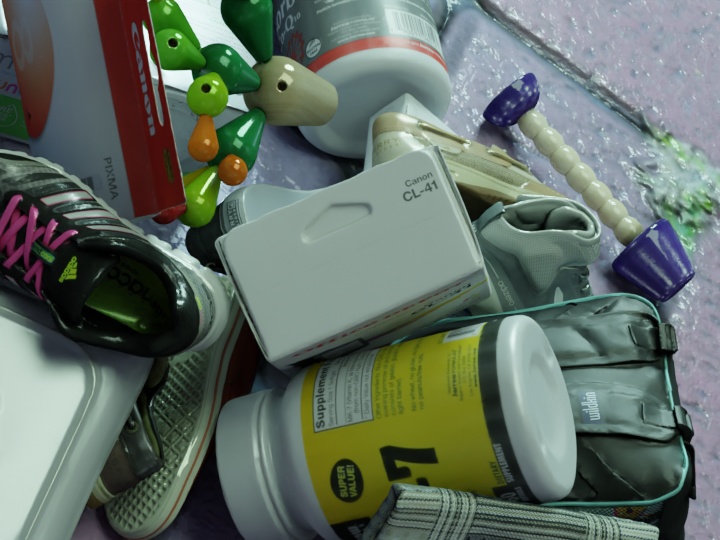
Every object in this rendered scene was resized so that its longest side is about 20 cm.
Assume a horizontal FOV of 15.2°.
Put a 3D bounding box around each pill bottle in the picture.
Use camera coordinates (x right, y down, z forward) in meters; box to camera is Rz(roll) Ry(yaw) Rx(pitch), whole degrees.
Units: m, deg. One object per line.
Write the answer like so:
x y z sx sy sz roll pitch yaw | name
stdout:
-0.007 -0.192 1.970 0.115 0.116 0.201 12 49 -31 | pill bottle
0.021 0.103 1.631 0.114 0.199 0.115 -14 90 -72 | pill bottle

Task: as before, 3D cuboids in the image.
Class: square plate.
-0.241 0.087 1.531 0.197 0.028 0.201 25 65 -4 | square plate

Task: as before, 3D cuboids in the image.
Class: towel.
0.061 0.221 1.612 0.192 0.201 0.035 12 29 -30 | towel

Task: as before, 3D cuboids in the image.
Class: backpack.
0.105 0.117 1.752 0.199 0.154 0.176 -2 54 -5 | backpack

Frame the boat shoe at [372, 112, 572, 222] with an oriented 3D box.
0.088 -0.057 1.843 0.200 0.071 0.065 22 48 -41 | boat shoe

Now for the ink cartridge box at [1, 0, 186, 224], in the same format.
-0.163 -0.104 1.622 0.050 0.200 0.163 -11 90 -17 | ink cartridge box

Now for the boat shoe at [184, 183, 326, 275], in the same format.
-0.043 -0.019 1.828 0.200 0.056 0.069 13 58 -55 | boat shoe

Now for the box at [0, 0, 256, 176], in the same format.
-0.177 -0.168 1.829 0.199 0.097 0.177 16 48 -28 | box

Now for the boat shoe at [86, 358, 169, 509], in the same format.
-0.148 0.058 1.658 0.073 0.064 0.201 64 14 -49 | boat shoe

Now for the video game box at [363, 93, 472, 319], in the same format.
0.079 0.002 1.890 0.200 0.047 0.183 39 36 -29 | video game box

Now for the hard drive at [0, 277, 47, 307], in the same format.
-0.232 0.061 1.574 0.132 0.027 0.200 40 66 4 | hard drive

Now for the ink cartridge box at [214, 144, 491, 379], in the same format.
0.000 0.000 1.659 0.200 0.147 0.086 49 17 -84 | ink cartridge box

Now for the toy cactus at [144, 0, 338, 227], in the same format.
-0.085 -0.119 1.743 0.165 0.102 0.201 14 70 -49 | toy cactus

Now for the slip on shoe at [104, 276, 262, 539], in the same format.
-0.104 0.092 1.688 0.061 0.074 0.200 55 37 -33 | slip on shoe

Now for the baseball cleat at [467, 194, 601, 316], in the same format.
0.142 0.015 1.825 0.200 0.106 0.070 27 32 -43 | baseball cleat

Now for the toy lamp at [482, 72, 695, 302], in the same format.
0.177 -0.061 2.049 0.200 0.058 0.058 51 41 9 | toy lamp

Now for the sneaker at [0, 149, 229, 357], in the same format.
-0.168 -0.008 1.543 0.199 0.074 0.087 29 9 -3 | sneaker
